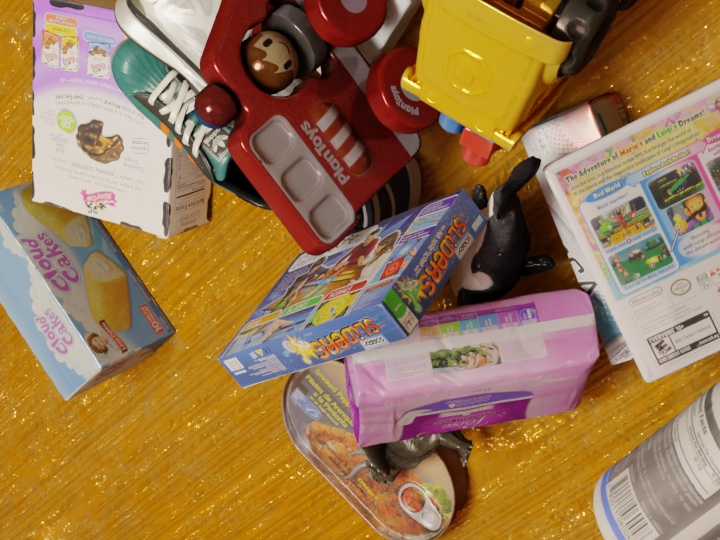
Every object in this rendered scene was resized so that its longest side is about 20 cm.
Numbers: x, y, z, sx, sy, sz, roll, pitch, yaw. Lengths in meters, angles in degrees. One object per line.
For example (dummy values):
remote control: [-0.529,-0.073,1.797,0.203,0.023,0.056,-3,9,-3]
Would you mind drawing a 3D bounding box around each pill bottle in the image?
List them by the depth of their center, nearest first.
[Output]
pill bottle: [0.284,0.152,1.188,0.114,0.114,0.200,50,123,9]

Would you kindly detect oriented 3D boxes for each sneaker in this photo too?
sneaker: [-0.101,-0.198,1.284,0.200,0.076,0.115,34,132,-9]
sneaker: [0.000,0.000,1.320,0.070,0.108,0.202,13,111,28]
sneaker: [-0.130,-0.126,1.331,0.200,0.080,0.071,40,94,-21]

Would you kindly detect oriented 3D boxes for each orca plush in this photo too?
orca plush: [0.123,-0.025,1.231,0.070,0.106,0.201,7,146,-5]

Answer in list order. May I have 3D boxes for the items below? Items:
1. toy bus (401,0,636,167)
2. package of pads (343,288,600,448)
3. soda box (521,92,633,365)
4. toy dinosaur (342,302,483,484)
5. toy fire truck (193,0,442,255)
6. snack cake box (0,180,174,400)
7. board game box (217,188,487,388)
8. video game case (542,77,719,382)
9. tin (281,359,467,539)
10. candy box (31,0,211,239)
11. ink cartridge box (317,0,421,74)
toy bus: [0.121,-0.179,1.158,0.135,0.200,0.193,30,138,14]
package of pads: [0.086,0.078,1.229,0.198,0.121,0.076,-10,64,-4]
soda box: [0.200,-0.034,1.214,0.068,0.063,0.201,-20,93,34]
toy dinosaur: [0.056,0.107,1.314,0.101,0.077,0.202,18,103,4]
toy fire truck: [-0.042,-0.134,1.193,0.200,0.168,0.112,52,148,-13]
snack cake box: [-0.287,0.012,1.498,0.067,0.115,0.201,-39,83,34]
board game box: [-0.009,0.016,1.179,0.199,0.136,0.035,-20,116,48]
video game case: [0.264,-0.040,1.150,0.199,0.024,0.183,-26,92,12]
tin: [0.013,0.159,1.405,0.200,0.042,0.112,46,127,12]
candy box: [-0.221,-0.148,1.434,0.167,0.071,0.202,16,112,27]
ink cartridge box: [-0.036,-0.262,1.244,0.196,0.043,0.200,45,147,4]
